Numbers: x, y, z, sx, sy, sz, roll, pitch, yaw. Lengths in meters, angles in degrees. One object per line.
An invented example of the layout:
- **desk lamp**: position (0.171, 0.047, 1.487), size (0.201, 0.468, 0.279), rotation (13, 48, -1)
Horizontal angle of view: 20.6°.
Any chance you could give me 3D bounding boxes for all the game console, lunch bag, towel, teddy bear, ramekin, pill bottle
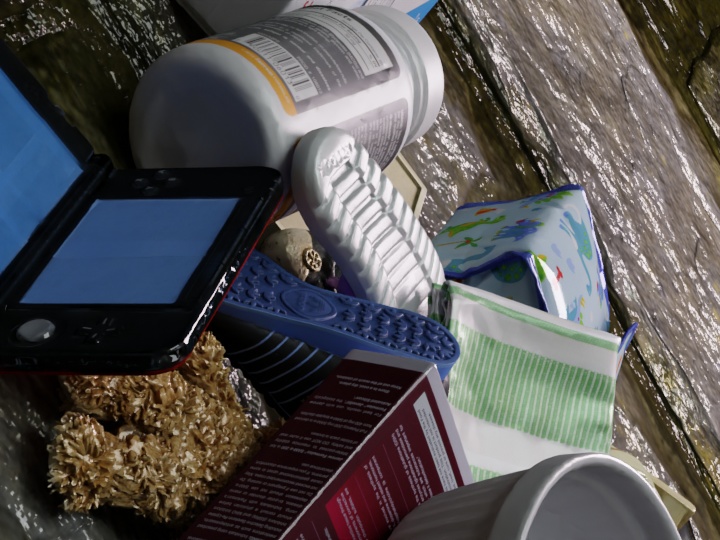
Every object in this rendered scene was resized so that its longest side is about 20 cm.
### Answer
- **game console**: position (-0.149, -0.046, 1.008), size (0.200, 0.171, 0.119), rotation (-64, 149, -56)
- **lunch bag**: position (0.119, 0.061, 1.384), size (0.170, 0.127, 0.201), rotation (-42, 121, -63)
- **towel**: position (0.094, 0.119, 1.182), size (0.152, 0.023, 0.201), rotation (18, 69, -32)
- **teddy bear**: position (-0.088, 0.100, 1.037), size (0.200, 0.067, 0.145), rotation (46, 34, -30)
- **ramekin**: position (0.085, 0.196, 0.995), size (0.200, 0.105, 0.202), rotation (19, 65, -50)
- **pill bottle**: position (-0.039, -0.098, 1.206), size (0.200, 0.116, 0.117), rotation (-27, 90, -53)

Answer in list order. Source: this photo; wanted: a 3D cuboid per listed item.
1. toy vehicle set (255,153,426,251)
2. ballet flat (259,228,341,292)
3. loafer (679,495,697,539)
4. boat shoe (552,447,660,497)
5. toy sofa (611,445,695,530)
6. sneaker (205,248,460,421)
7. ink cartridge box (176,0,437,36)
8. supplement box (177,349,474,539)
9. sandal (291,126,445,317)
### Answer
- **toy vehicle set**: position (-0.016, -0.043, 1.329), size (0.124, 0.026, 0.200), rotation (52, 29, -21)
- **ballet flat**: position (0.022, 0.022, 1.238), size (0.199, 0.057, 0.067), rotation (28, 59, -29)
- **loafer**: position (0.257, 0.261, 1.475), size (0.073, 0.072, 0.201), rotation (108, -27, -70)
- **boat shoe**: position (0.134, 0.143, 1.265), size (0.199, 0.073, 0.063), rotation (14, 27, -43)
- **toy sofa**: position (0.161, 0.220, 1.374), size (0.083, 0.098, 0.200), rotation (35, 31, -1)
- **sneaker**: position (-0.046, 0.044, 1.115), size (0.199, 0.078, 0.070), rotation (21, 28, 2)
- **ink cartridge box**: position (-0.014, -0.216, 1.328), size (0.086, 0.147, 0.200), rotation (49, 26, 15)
- **supplement box**: position (-0.022, 0.144, 1.014), size (0.200, 0.061, 0.109), rotation (-46, 130, -38)
- **sandal**: position (0.003, -0.005, 1.168), size (0.083, 0.050, 0.203), rotation (-60, 137, -38)
